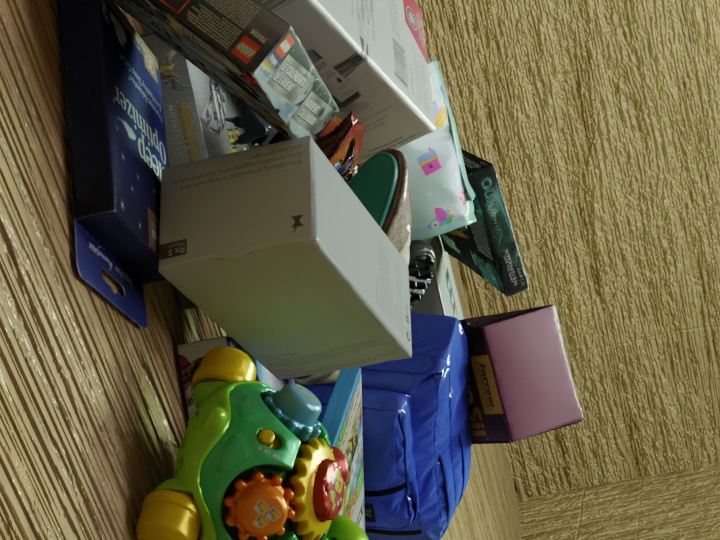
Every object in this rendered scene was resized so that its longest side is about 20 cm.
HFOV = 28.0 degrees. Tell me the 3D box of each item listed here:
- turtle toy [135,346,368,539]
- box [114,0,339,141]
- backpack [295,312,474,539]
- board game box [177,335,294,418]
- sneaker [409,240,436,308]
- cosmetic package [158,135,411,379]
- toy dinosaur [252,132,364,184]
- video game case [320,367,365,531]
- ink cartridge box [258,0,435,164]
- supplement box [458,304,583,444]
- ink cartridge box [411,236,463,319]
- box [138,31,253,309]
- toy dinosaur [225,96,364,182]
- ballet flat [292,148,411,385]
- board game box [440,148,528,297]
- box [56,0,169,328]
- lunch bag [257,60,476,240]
[{"bbox_3d":[-0.055,0.149,0.917,0.200,0.101,0.146,69,30,-45],"label":"turtle toy"},{"bbox_3d":[-0.110,-0.166,0.902,0.200,0.040,0.137,39,-4,17],"label":"box"},{"bbox_3d":[0.008,0.155,1.280,0.168,0.162,0.201,-55,146,-50],"label":"backpack"},{"bbox_3d":[-0.076,0.154,1.086,0.199,0.041,0.201,26,53,-80],"label":"board game box"},{"bbox_3d":[-0.008,0.020,1.355,0.066,0.200,0.091,9,48,-40],"label":"sneaker"},{"bbox_3d":[-0.046,-0.002,0.983,0.200,0.112,0.081,55,29,-57],"label":"cosmetic package"},{"bbox_3d":[-0.054,-0.103,1.261,0.102,0.135,0.201,-76,153,-69],"label":"toy dinosaur"},{"bbox_3d":[-0.018,0.196,1.124,0.143,0.018,0.201,-68,160,-60],"label":"video game case"},{"bbox_3d":[-0.027,-0.203,1.164,0.200,0.085,0.146,43,34,-46],"label":"ink cartridge box"},{"bbox_3d":[0.110,0.103,1.370,0.200,0.085,0.111,-14,-90,62],"label":"supplement box"},{"bbox_3d":[0.029,0.043,1.582,0.200,0.145,0.145,-54,131,-79],"label":"ink cartridge box"},{"bbox_3d":[-0.118,-0.081,1.100,0.158,0.048,0.201,-40,118,-81],"label":"box"},{"bbox_3d":[-0.029,-0.082,1.067,0.181,0.199,0.106,-13,109,-50],"label":"toy dinosaur"},{"bbox_3d":[0.000,0.000,1.151,0.067,0.201,0.068,18,12,-43],"label":"ballet flat"},{"bbox_3d":[0.110,-0.062,1.494,0.200,0.028,0.136,-136,-154,-68],"label":"board game box"},{"bbox_3d":[-0.153,-0.073,0.922,0.121,0.032,0.201,57,23,-68],"label":"box"},{"bbox_3d":[0.000,-0.101,1.379,0.122,0.199,0.171,-86,163,-85],"label":"lunch bag"}]
